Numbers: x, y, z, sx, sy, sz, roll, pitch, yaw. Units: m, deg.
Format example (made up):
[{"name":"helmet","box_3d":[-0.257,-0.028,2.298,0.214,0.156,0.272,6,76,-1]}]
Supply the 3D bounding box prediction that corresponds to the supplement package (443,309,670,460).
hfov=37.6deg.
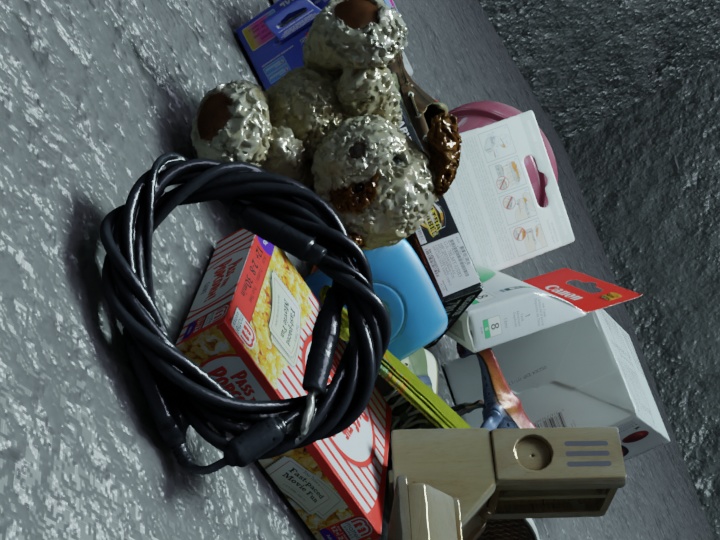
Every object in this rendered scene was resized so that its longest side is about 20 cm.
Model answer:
[{"name":"supplement package","box_3d":[0.235,0.156,1.246,0.199,0.189,0.149,30,37,-59]}]

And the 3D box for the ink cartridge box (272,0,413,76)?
[{"name":"ink cartridge box","box_3d":[-0.019,-0.292,1.311,0.147,0.083,0.200,64,17,0]}]

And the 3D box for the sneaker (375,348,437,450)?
[{"name":"sneaker","box_3d":[0.035,0.119,0.941,0.090,0.067,0.202,48,19,-34]}]

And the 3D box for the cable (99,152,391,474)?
[{"name":"cable","box_3d":[-0.071,0.012,0.649,0.051,0.161,0.203,122,-54,-71]}]

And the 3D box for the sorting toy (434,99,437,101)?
[{"name":"sorting toy","box_3d":[0.133,-0.158,1.585,0.203,0.069,0.198,67,18,9]}]

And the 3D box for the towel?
[{"name":"towel","box_3d":[0.043,0.090,0.854,0.200,0.018,0.086,45,6,-25]}]

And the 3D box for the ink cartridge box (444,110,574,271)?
[{"name":"ink cartridge box","box_3d":[0.127,-0.075,1.210,0.047,0.197,0.163,173,-102,-82]}]

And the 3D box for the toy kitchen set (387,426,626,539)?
[{"name":"toy kitchen set","box_3d":[0.107,0.198,0.730,0.164,0.177,0.203,92,-3,-55]}]

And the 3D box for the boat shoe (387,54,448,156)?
[{"name":"boat shoe","box_3d":[0.061,-0.165,1.158,0.075,0.073,0.206,59,21,-62]}]

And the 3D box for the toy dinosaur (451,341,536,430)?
[{"name":"toy dinosaur","box_3d":[0.151,0.153,1.101,0.105,0.196,0.185,-108,-161,-76]}]

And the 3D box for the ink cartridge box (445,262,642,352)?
[{"name":"ink cartridge box","box_3d":[0.167,0.018,1.109,0.161,0.197,0.051,-151,-135,-67]}]

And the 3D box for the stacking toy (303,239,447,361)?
[{"name":"stacking toy","box_3d":[0.000,0.000,0.969,0.111,0.115,0.201,59,7,-21]}]

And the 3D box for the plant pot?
[{"name":"plant pot","box_3d":[0.129,-0.097,1.328,0.179,0.198,0.202,-33,97,-56]}]

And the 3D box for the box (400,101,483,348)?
[{"name":"box","box_3d":[0.039,-0.036,1.034,0.200,0.049,0.201,114,-43,-69]}]

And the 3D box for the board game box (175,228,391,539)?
[{"name":"board game box","box_3d":[-0.048,0.083,0.776,0.201,0.046,0.152,57,19,-23]}]

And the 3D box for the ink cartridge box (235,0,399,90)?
[{"name":"ink cartridge box","box_3d":[-0.041,-0.255,1.111,0.077,0.135,0.200,59,18,-5]}]

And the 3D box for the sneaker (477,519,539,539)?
[{"name":"sneaker","box_3d":[0.118,0.222,1.018,0.085,0.072,0.203,-112,178,-72]}]

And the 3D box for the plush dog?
[{"name":"plush dog","box_3d":[-0.014,-0.091,0.859,0.172,0.199,0.161,51,-9,20]}]
